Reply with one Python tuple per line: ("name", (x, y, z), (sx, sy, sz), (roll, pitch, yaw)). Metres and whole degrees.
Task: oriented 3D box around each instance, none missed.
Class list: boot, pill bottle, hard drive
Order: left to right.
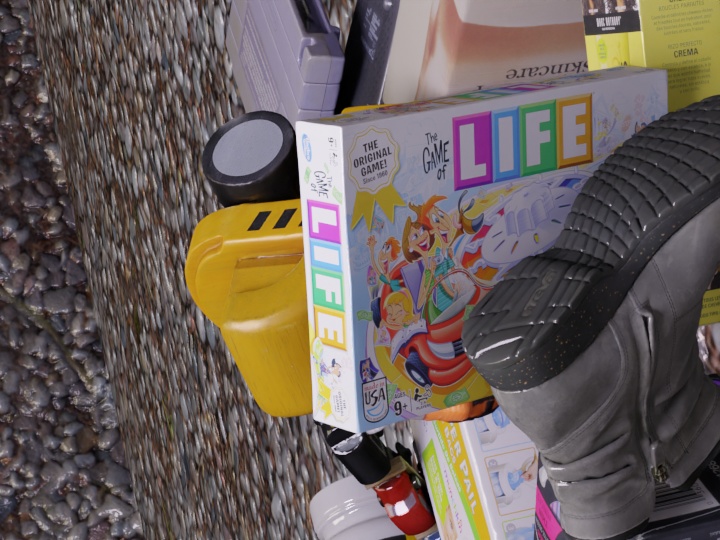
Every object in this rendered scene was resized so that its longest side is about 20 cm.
("hard drive", (0.011, -0.107, 1.310), (0.135, 0.042, 0.202), (-115, 37, -68))
("pill bottle", (0.026, 0.260, 1.539), (0.113, 0.111, 0.202), (108, 148, -59))
("boot", (0.140, 0.022, 0.927), (0.068, 0.200, 0.131), (24, 153, 55))

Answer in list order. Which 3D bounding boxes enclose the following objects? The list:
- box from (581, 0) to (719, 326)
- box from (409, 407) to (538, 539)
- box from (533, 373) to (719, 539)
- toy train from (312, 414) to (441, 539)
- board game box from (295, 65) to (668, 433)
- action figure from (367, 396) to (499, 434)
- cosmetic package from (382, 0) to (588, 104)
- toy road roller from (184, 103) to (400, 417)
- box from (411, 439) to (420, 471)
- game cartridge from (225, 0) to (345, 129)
("box", (0.151, -0.075, 1.016), (0.075, 0.050, 0.202), (-163, 64, -71))
("box", (0.097, 0.103, 1.216), (0.113, 0.100, 0.202), (114, 144, -64))
("box", (0.156, 0.173, 1.037), (0.122, 0.105, 0.202), (-125, 30, -56))
("toy train", (0.029, 0.139, 1.260), (0.200, 0.034, 0.046), (49, -164, -43))
("board game box", (0.062, -0.014, 0.927), (0.034, 0.199, 0.136), (12, 110, 51))
("action figure", (0.086, 0.010, 1.081), (0.104, 0.193, 0.202), (9, 87, 44))
("cosmetic package", (0.082, -0.141, 1.136), (0.201, 0.102, 0.088), (99, 157, -52))
("toy road roller", (0.000, 0.000, 1.119), (0.123, 0.198, 0.147), (65, -153, -46))
("box", (0.096, 0.174, 1.356), (0.160, 0.049, 0.202), (115, 142, -61))
("game cartridge", (-0.052, -0.148, 1.377), (0.201, 0.038, 0.130), (-110, 21, -47))
